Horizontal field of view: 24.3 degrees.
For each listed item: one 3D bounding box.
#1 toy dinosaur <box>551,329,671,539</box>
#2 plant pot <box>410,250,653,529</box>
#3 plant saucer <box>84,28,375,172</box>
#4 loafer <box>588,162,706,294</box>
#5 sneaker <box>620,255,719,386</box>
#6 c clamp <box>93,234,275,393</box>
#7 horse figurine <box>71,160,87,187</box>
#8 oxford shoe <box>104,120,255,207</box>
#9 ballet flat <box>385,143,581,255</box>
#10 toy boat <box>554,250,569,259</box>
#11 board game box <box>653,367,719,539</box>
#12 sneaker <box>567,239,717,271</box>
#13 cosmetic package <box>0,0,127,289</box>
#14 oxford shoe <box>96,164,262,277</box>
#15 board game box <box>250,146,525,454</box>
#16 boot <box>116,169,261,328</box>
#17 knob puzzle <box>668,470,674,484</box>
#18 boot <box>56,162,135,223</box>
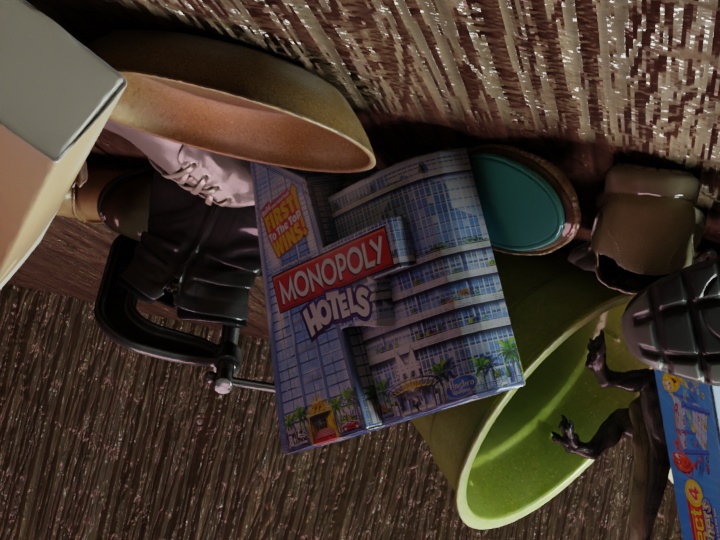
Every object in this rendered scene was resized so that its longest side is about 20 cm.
[{"bbox_3d":[0.175,0.091,1.065,0.087,0.202,0.047,19,173,-9],"label":"toy dinosaur"},{"bbox_3d":[0.080,0.040,1.165,0.190,0.201,0.200,43,-171,29],"label":"plant pot"},{"bbox_3d":[-0.083,-0.102,0.981,0.198,0.036,0.200,13,174,1],"label":"plant saucer"},{"bbox_3d":[0.176,-0.017,1.049,0.075,0.068,0.200,11,173,15],"label":"loafer"},{"bbox_3d":[0.247,0.016,0.978,0.198,0.076,0.079,-12,-170,-1],"label":"sneaker"},{"bbox_3d":[-0.122,0.031,1.300,0.169,0.027,0.201,10,-148,-12],"label":"c clamp"},{"bbox_3d":[-0.244,-0.118,1.023,0.198,0.050,0.133,22,155,25],"label":"horse figurine"},{"bbox_3d":[-0.105,-0.077,1.145,0.198,0.058,0.075,19,173,-31],"label":"oxford shoe"},{"bbox_3d":[0.083,-0.049,1.058,0.065,0.071,0.199,-15,-166,-35],"label":"ballet flat"},{"bbox_3d":[0.197,0.061,1.372,0.129,0.132,0.200,8,172,31],"label":"toy boat"},{"bbox_3d":[0.291,0.112,1.066,0.198,0.198,0.056,-13,-174,-27],"label":"board game box"},{"bbox_3d":[0.244,0.024,1.208,0.198,0.082,0.075,13,175,10],"label":"sneaker"},{"bbox_3d":[-0.215,-0.067,0.946,0.105,0.071,0.200,36,146,-3],"label":"cosmetic package"},{"bbox_3d":[-0.107,-0.037,1.313,0.198,0.073,0.085,7,-154,-17],"label":"oxford shoe"},{"bbox_3d":[0.000,0.000,1.074,0.061,0.202,0.199,-10,171,-36],"label":"board game box"},{"bbox_3d":[-0.074,-0.017,1.248,0.198,0.133,0.070,11,172,17],"label":"boot"},{"bbox_3d":[0.307,0.117,1.171,0.217,0.222,0.031,14,-156,-12],"label":"knob puzzle"},{"bbox_3d":[-0.211,-0.068,1.409,0.198,0.067,0.174,9,-175,34],"label":"boot"}]
